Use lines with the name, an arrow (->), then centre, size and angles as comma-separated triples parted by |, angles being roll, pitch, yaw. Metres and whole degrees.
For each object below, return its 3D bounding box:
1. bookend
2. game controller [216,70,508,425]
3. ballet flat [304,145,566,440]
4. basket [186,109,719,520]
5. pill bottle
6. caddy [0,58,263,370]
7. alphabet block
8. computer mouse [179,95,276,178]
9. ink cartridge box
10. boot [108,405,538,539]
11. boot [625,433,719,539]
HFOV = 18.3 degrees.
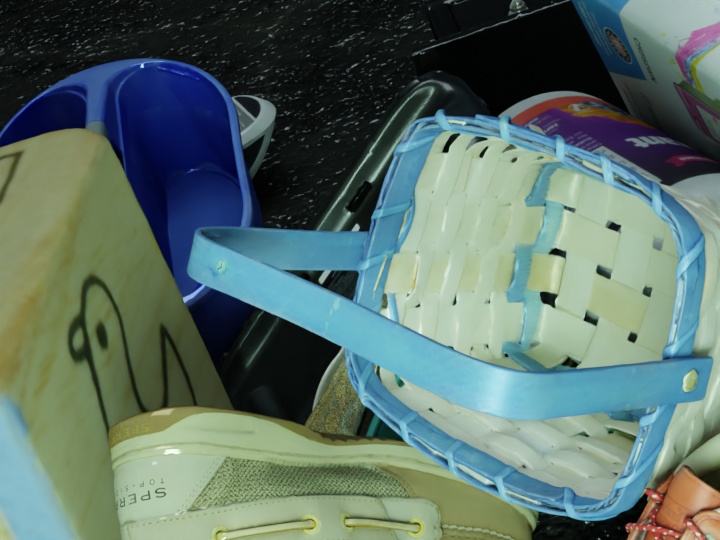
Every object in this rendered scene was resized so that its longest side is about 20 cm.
bookend -> 0.121, -0.155, 1.285 | 0.198, 0.093, 0.200 | -18, 29, 3
game controller -> 0.000, 0.000, 1.063 | 0.201, 0.042, 0.104 | -56, 37, 14
ballet flat -> 0.023, 0.027, 0.984 | 0.071, 0.070, 0.201 | 35, 101, 55
basket -> 0.057, 0.017, 0.847 | 0.199, 0.140, 0.176 | 6, 15, -44
pill bottle -> 0.132, -0.002, 1.009 | 0.111, 0.112, 0.200 | -28, 31, -15
caddy -> -0.121, -0.026, 1.160 | 0.140, 0.105, 0.201 | -17, 47, 4
alphabet block -> -0.181, 0.084, 0.967 | 0.195, 0.196, 0.200 | -12, 32, 15
computer mouse -> -0.129, -0.033, 1.288 | 0.199, 0.044, 0.110 | -30, 26, -6
ink cartridge box -> 0.198, -0.075, 1.004 | 0.085, 0.145, 0.200 | -43, 47, -6
boot -> -0.011, 0.144, 0.881 | 0.073, 0.199, 0.156 | -25, 59, 46
boot -> 0.108, 0.127, 0.821 | 0.199, 0.108, 0.075 | -32, 34, -17
